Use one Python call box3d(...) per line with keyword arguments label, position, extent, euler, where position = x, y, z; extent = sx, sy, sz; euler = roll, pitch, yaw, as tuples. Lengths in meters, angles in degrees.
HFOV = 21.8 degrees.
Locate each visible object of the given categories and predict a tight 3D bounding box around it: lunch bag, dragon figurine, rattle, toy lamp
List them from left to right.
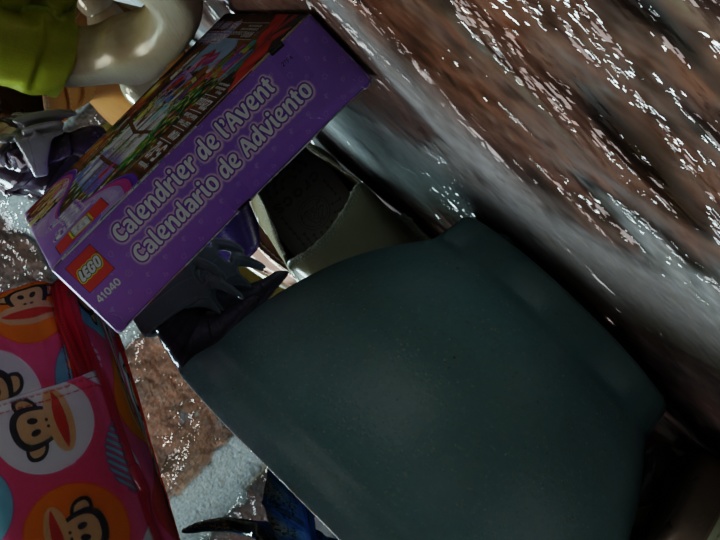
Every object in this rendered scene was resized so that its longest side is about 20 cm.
box3d(label="rattle", position=(-0.128, -0.171, 0.829), extent=(0.130, 0.143, 0.200), euler=(13, 156, 3))
box3d(label="lunch bag", position=(-0.132, 0.106, 0.869), extent=(0.176, 0.082, 0.200), euler=(159, 94, -83))
box3d(label="toy lamp", position=(-0.113, -0.088, 1.004), extent=(0.200, 0.058, 0.058), euler=(61, 170, -25))
box3d(label="dragon figurine", position=(-0.034, 0.129, 0.816), extent=(0.099, 0.059, 0.200), euler=(48, 174, -41))

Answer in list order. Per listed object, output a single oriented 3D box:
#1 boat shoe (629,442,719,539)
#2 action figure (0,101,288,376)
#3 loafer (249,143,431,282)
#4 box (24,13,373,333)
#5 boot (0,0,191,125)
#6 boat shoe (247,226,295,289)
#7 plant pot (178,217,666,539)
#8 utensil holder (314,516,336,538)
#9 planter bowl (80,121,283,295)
box3d(label="boat shoe", position=(0.152, 0.124, 0.824), extent=(0.076, 0.072, 0.200), euler=(28, 177, 1))
box3d(label="action figure", position=(-0.135, -0.036, 0.939), extent=(0.200, 0.069, 0.130), euler=(40, -177, 1))
box3d(label="loafer", position=(0.000, 0.000, 0.972), extent=(0.200, 0.076, 0.067), euler=(42, -178, 33))
box3d(label="box", position=(-0.076, -0.049, 0.787), extent=(0.039, 0.137, 0.200), euler=(45, 176, -15))
box3d(label="boot", position=(-0.162, -0.112, 1.060), extent=(0.200, 0.074, 0.155), euler=(50, -158, -25))
box3d(label="boat shoe", position=(-0.079, -0.060, 1.192), extent=(0.200, 0.076, 0.072), euler=(42, 174, 5))
box3d(label="plant pot", position=(0.041, 0.064, 0.782), extent=(0.200, 0.134, 0.200), euler=(43, 176, 4))
box3d(label="utensil holder", position=(0.075, 0.205, 0.945), extent=(0.200, 0.170, 0.170), euler=(30, -172, -48))
box3d(label="planter bowl", position=(-0.102, -0.060, 1.348), extent=(0.200, 0.083, 0.200), euler=(44, 177, 3))
